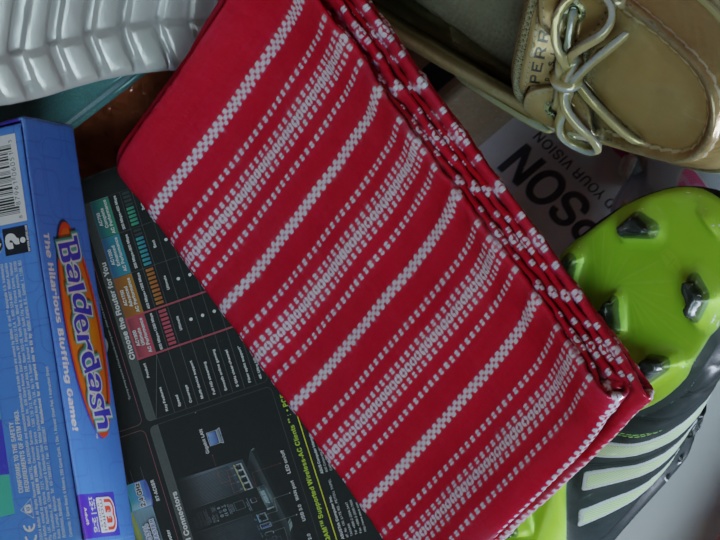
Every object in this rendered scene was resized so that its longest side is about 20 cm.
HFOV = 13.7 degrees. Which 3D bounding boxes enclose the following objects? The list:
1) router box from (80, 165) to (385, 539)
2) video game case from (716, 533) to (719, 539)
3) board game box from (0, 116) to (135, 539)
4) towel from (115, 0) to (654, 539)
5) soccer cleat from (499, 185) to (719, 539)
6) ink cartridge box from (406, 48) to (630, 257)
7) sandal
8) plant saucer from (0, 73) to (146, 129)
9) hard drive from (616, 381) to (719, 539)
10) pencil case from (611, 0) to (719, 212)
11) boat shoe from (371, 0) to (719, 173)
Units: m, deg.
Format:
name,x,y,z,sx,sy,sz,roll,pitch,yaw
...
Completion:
name,x,y,z,sx,sy,sz,roll,pitch,yaw
router box,-0.066,0.059,1.100,0.149,0.062,0.201,-18,80,4
video game case,0.211,0.075,1.102,0.142,0.017,0.200,5,127,-26
board game box,-0.188,0.039,1.074,0.199,0.045,0.153,-10,85,20
towel,0.000,0.000,1.011,0.022,0.200,0.145,-24,163,-42
soccer cleat,0.090,0.039,1.018,0.081,0.068,0.200,-15,148,-39
ink cartridge box,0.137,-0.062,1.107,0.165,0.075,0.200,-41,120,18
sandal,-0.068,-0.108,1.066,0.202,0.050,0.083,-8,106,-20
plant saucer,-0.162,-0.047,1.116,0.200,0.019,0.070,-35,121,18
hard drive,0.128,0.111,1.163,0.131,0.026,0.200,-15,124,12
pencil case,0.138,-0.080,1.001,0.083,0.091,0.201,-26,136,-38
boat shoe,0.047,-0.086,0.986,0.063,0.200,0.073,-27,142,-39
